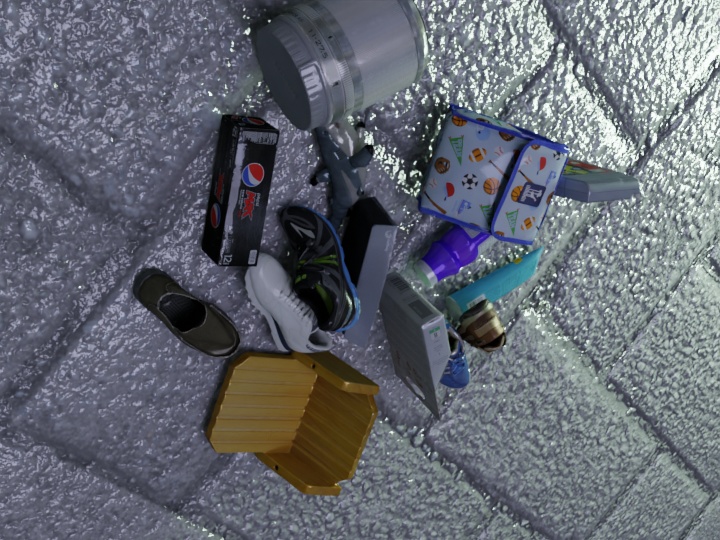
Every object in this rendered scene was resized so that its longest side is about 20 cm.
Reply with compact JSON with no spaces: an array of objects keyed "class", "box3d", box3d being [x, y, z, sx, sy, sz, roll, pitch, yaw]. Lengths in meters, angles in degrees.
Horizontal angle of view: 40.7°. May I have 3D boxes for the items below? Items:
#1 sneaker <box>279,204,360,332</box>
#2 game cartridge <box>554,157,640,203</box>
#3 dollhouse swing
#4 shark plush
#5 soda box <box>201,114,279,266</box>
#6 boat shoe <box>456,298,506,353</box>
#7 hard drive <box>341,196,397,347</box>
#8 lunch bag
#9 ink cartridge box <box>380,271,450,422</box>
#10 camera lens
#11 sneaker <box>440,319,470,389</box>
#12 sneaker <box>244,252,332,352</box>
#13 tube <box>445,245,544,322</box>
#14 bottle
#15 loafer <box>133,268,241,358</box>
[{"class":"sneaker","box3d":[-0.066,-0.004,1.417,0.082,0.070,0.202,-17,82,-48]},{"class":"game cartridge","box3d":[0.338,-0.151,1.583,0.132,0.199,0.041,-11,112,-29]},{"class":"dollhouse swing","box3d":[-0.107,0.238,1.515,0.175,0.181,0.202,1,114,-55]},{"class":"shark plush","box3d":[-0.037,-0.144,1.454,0.082,0.091,0.201,0,134,-11]},{"class":"soda box","box3d":[-0.168,-0.110,1.354,0.063,0.071,0.202,1,112,-32]},{"class":"boat shoe","box3d":[0.209,0.108,1.653,0.075,0.074,0.200,-35,166,2]},{"class":"hard drive","box3d":[0.000,0.000,1.483,0.042,0.135,0.202,7,113,-20]},{"class":"lunch bag","box3d":[0.205,-0.145,1.500,0.198,0.124,0.172,19,107,-4]},{"class":"ink cartridge box","box3d":[0.094,0.124,1.585,0.050,0.161,0.202,-25,124,-15]},{"class":"camera lens","box3d":[-0.020,-0.295,1.303,0.199,0.160,0.161,-29,126,-17]},{"class":"sneaker","box3d":[0.146,0.146,1.684,0.076,0.077,0.201,-42,130,-10]},{"class":"sneaker","box3d":[-0.106,0.048,1.455,0.077,0.080,0.201,-59,141,-30]},{"class":"tube","box3d":[0.241,0.024,1.705,0.199,0.051,0.078,-28,155,-21]},{"class":"bottle","box3d":[0.177,-0.050,1.604,0.199,0.065,0.084,-38,170,-11]},{"class":"loafer","box3d":[-0.242,0.076,1.399,0.075,0.070,0.200,-52,129,0]}]
